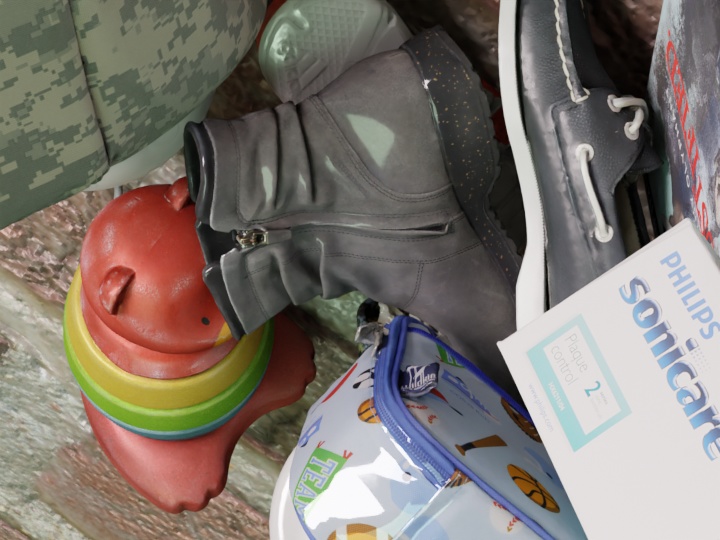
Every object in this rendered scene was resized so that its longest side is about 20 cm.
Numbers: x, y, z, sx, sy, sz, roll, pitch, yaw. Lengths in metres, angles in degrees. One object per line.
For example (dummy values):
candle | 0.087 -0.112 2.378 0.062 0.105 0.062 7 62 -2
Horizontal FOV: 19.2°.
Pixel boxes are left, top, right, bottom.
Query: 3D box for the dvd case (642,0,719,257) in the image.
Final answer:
dvd case | 0.136 -0.044 0.806 0.022 0.147 0.201 -5 150 -2

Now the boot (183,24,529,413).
boot | 0.000 0.000 0.898 0.070 0.131 0.201 -126 15 -57

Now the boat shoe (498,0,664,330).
boat shoe | 0.095 -0.040 0.868 0.060 0.076 0.202 -3 100 21

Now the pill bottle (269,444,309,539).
pill bottle | 0.022 0.121 1.014 0.110 0.112 0.200 23 176 8

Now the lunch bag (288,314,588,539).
lunch bag | 0.060 0.104 0.834 0.200 0.160 0.076 43 104 -5

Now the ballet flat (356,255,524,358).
ballet flat | 0.071 0.025 1.012 0.199 0.075 0.074 -12 127 39

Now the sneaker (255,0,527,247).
sneaker | 0.016 -0.077 0.942 0.200 0.077 0.082 48 -176 -43

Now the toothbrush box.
toothbrush box | 0.148 0.100 0.742 0.085 0.147 0.200 -33 137 11

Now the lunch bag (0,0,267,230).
lunch bag | -0.116 -0.127 0.778 0.140 0.167 0.200 56 166 25

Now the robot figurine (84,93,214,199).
robot figurine | -0.138 -0.117 0.944 0.169 0.113 0.200 -20 121 30

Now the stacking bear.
stacking bear | -0.091 0.022 1.026 0.113 0.122 0.200 38 162 11
